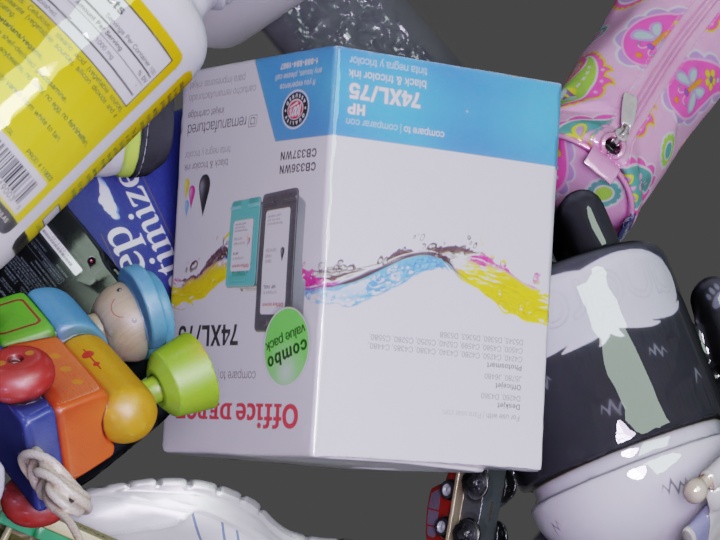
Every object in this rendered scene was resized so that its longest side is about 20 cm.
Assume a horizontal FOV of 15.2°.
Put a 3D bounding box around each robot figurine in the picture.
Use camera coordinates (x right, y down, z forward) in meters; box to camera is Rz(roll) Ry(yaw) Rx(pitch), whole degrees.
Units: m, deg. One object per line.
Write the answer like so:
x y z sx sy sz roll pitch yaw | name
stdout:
0.129 0.061 1.476 0.125 0.150 0.201 -4 71 -59 | robot figurine

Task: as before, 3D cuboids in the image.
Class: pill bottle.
-0.148 -0.104 1.294 0.112 0.112 0.200 46 79 -7 | pill bottle

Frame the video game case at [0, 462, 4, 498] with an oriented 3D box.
-0.286 0.064 1.227 0.199 0.182 0.023 -4 116 -30 | video game case

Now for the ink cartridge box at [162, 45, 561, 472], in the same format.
0.000 0.000 1.374 0.145 0.146 0.201 6 84 -35 | ink cartridge box

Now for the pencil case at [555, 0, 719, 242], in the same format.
0.166 -0.108 1.581 0.087 0.087 0.200 42 56 -9 | pencil case

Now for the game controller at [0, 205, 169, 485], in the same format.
-0.178 0.011 1.350 0.104 0.042 0.200 -38 86 -18 | game controller

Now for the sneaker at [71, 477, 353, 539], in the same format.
-0.065 0.162 1.361 0.199 0.074 0.088 22 68 -19 | sneaker

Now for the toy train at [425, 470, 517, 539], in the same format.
0.055 0.129 1.424 0.034 0.046 0.201 8 90 -47 | toy train

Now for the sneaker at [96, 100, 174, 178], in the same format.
-0.143 -0.141 1.381 0.082 0.072 0.201 -3 85 -16 | sneaker

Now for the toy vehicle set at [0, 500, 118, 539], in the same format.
-0.172 0.174 1.289 0.199 0.027 0.125 25 89 -18 | toy vehicle set

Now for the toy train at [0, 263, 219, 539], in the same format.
-0.115 0.065 1.238 0.115 0.200 0.085 -19 123 -22 | toy train

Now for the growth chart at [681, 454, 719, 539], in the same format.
0.196 0.161 1.457 0.018 0.201 0.144 29 42 29 | growth chart

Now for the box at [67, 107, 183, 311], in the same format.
-0.128 -0.007 1.411 0.199 0.032 0.122 -23 84 -32 | box

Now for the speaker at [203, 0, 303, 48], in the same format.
-0.035 -0.188 1.429 0.081 0.200 0.082 12 67 -31 | speaker
